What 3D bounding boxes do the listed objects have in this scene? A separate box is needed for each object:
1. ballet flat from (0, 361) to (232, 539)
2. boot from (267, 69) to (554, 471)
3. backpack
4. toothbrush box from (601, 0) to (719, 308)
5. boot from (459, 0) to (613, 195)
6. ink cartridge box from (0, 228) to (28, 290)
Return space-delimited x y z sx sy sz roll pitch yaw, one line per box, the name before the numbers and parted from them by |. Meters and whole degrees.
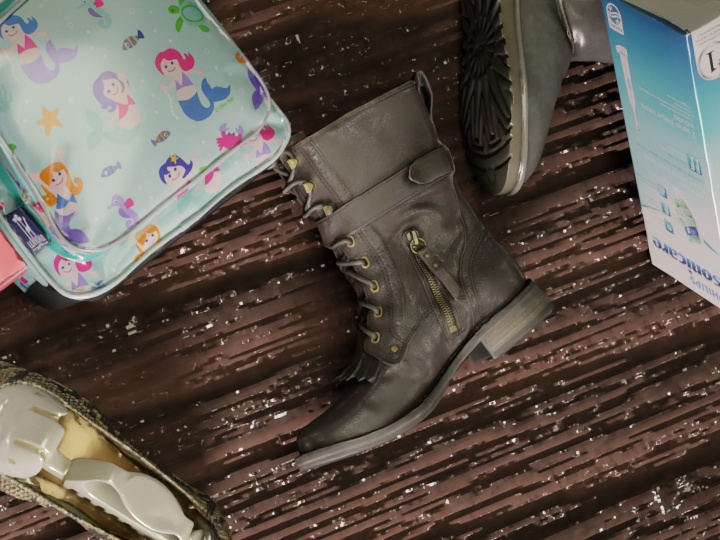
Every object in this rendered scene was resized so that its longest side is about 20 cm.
ballet flat | -0.151 0.106 1.269 0.199 0.075 0.068 33 78 -13
boot | 0.000 0.000 1.341 0.200 0.069 0.175 -37 93 -21
backpack | -0.155 -0.099 1.250 0.177 0.150 0.201 -38 93 -19
toothbrush box | 0.235 -0.098 1.366 0.146 0.085 0.201 -29 127 -19
boot | 0.161 -0.132 1.403 0.198 0.072 0.184 2 87 -25
ink cartridge box | -0.282 0.031 1.193 0.200 0.145 0.084 -38 97 -17
